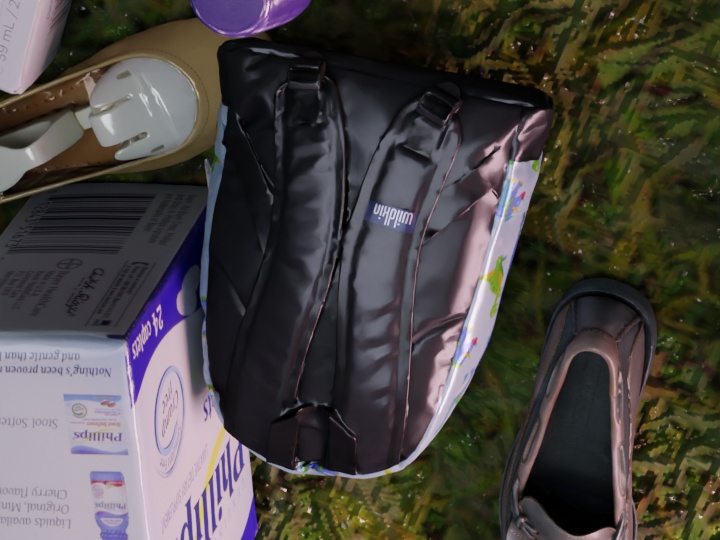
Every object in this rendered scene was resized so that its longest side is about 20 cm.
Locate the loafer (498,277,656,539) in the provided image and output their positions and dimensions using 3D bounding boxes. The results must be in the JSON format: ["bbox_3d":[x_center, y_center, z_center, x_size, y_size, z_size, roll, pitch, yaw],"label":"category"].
[{"bbox_3d":[0.102,0.103,1.381,0.072,0.063,0.201,10,116,10],"label":"loafer"}]

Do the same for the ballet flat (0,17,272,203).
[{"bbox_3d":[-0.133,-0.067,1.366,0.200,0.063,0.069,-19,107,21],"label":"ballet flat"}]

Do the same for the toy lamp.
[{"bbox_3d":[-0.031,-0.151,1.225,0.058,0.200,0.058,6,115,13],"label":"toy lamp"}]

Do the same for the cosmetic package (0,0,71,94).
[{"bbox_3d":[-0.233,-0.171,1.341,0.199,0.074,0.102,20,117,4],"label":"cosmetic package"}]

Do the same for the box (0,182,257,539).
[{"bbox_3d":[-0.126,0.083,1.365,0.105,0.184,0.201,1,114,12],"label":"box"}]

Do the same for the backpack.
[{"bbox_3d":[0.000,0.000,1.329,0.163,0.154,0.201,10,94,8],"label":"backpack"}]
